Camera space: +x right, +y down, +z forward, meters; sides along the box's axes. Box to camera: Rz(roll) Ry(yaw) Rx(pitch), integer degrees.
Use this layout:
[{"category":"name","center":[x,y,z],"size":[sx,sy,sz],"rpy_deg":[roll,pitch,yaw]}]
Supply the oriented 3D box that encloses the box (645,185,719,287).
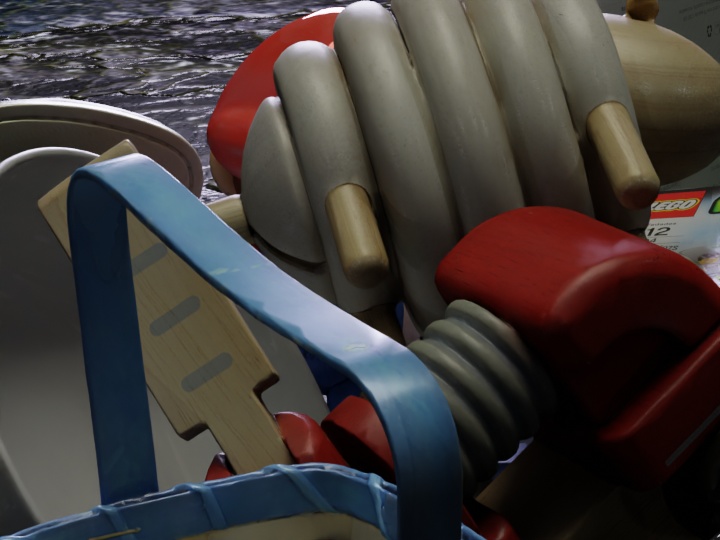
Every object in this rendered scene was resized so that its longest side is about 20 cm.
[{"category":"box","center":[0.178,0.002,1.038],"size":[0.199,0.035,0.110],"rpy_deg":[-5,23,22]}]

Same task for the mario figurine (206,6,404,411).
[{"category":"mario figurine","center":[0.000,0.000,1.136],"size":[0.122,0.202,0.106],"rpy_deg":[-3,15,-4]}]

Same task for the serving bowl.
[{"category":"serving bowl","center":[-0.084,0.062,0.993],"size":[0.066,0.201,0.200],"rpy_deg":[-31,1,27]}]

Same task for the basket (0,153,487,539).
[{"category":"basket","center":[-0.026,0.086,0.767],"size":[0.138,0.201,0.176],"rpy_deg":[-18,30,-23]}]

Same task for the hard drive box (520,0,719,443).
[{"category":"hard drive box","center":[0.102,-0.026,1.225],"size":[0.076,0.202,0.156],"rpy_deg":[7,16,34]}]

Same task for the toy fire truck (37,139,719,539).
[{"category":"toy fire truck","center":[0.014,0.035,0.904],"size":[0.176,0.200,0.128],"rpy_deg":[-44,33,-14]}]

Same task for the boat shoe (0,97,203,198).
[{"category":"boat shoe","center":[-0.164,-0.038,1.191],"size":[0.198,0.075,0.066],"rpy_deg":[-11,28,-7]}]

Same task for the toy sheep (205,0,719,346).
[{"category":"toy sheep","center":[0.030,-0.035,1.011],"size":[0.199,0.139,0.138],"rpy_deg":[-13,15,-4]}]

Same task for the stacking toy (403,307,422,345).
[{"category":"stacking toy","center":[0.093,0.003,1.375],"size":[0.199,0.086,0.085],"rpy_deg":[-2,13,-18]}]

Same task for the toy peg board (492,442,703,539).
[{"category":"toy peg board","center":[0.138,0.075,1.029],"size":[0.198,0.099,0.199],"rpy_deg":[-13,17,-37]}]

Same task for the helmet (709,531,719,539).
[{"category":"helmet","center":[0.181,0.095,0.759],"size":[0.199,0.192,0.200],"rpy_deg":[28,-4,2]}]
